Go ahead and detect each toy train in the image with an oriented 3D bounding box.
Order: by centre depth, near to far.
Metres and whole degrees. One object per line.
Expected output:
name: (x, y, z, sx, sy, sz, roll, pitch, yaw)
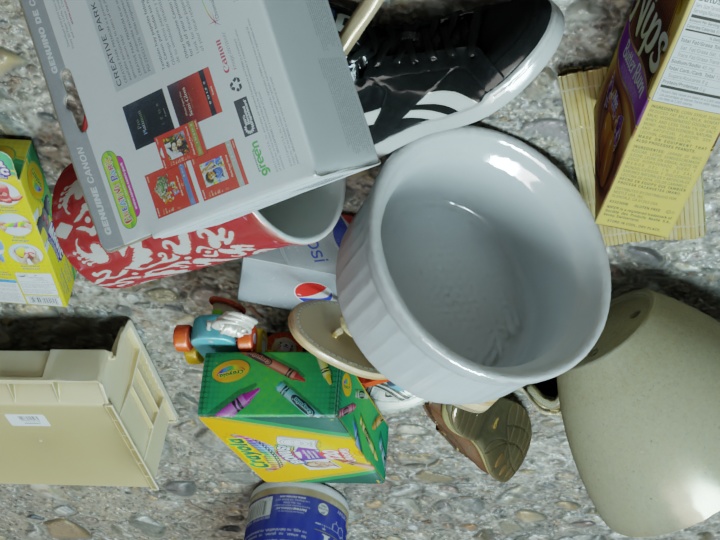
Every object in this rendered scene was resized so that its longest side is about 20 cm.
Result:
toy train: (-0.058, 0.058, 1.083, 0.199, 0.056, 0.150, 23, 150, -34)

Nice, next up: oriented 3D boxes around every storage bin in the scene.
storage bin: (-0.310, 0.132, 1.272, 0.198, 0.094, 0.199, 0, 142, 10)

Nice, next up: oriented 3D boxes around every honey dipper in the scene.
honey dipper: (0.011, -0.172, 0.801, 0.038, 0.038, 0.200, 27, 114, -25)

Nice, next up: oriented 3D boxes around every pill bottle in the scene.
pill bottle: (-0.080, 0.349, 1.430, 0.118, 0.201, 0.120, 5, 144, 3)

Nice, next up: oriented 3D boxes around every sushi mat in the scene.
sushi mat: (0.208, -0.085, 0.954, 0.095, 0.012, 0.201, -3, 142, 16)

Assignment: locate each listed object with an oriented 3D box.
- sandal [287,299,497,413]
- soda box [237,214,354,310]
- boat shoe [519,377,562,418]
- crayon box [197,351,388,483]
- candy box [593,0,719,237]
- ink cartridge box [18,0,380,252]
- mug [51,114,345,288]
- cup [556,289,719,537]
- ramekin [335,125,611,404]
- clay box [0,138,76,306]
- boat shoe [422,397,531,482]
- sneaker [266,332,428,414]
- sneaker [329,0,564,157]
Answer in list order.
sandal: (0.045, 0.049, 1.023, 0.211, 0.078, 0.070, 24, 123, -31)
soda box: (0.000, 0.000, 1.062, 0.198, 0.064, 0.068, 11, 145, -4)
boat shoe: (0.175, 0.102, 1.167, 0.072, 0.065, 0.200, -16, 138, 28)
crayon box: (-0.052, 0.131, 1.103, 0.118, 0.059, 0.200, -1, 155, 13)
candy box: (0.198, -0.132, 0.793, 0.056, 0.117, 0.201, 11, 138, -3)
ink cartridge box: (-0.106, -0.131, 0.794, 0.174, 0.202, 0.084, -17, -179, 30)
mug: (-0.133, -0.082, 0.955, 0.199, 0.179, 0.133, -17, -179, 36)
cup: (0.247, 0.102, 1.077, 0.200, 0.201, 0.144, -29, 106, 39)
ramekin: (0.078, 0.003, 0.948, 0.199, 0.202, 0.098, 20, 150, -17)
clay box: (-0.317, -0.048, 1.068, 0.114, 0.048, 0.201, 4, 142, 5)
boat shoe: (0.112, 0.145, 1.246, 0.067, 0.072, 0.200, 25, 166, 36)
sneaker: (-0.005, 0.082, 1.165, 0.198, 0.076, 0.088, -13, 132, 18)
sneaker: (0.029, -0.146, 0.854, 0.199, 0.074, 0.112, -26, 132, 37)
